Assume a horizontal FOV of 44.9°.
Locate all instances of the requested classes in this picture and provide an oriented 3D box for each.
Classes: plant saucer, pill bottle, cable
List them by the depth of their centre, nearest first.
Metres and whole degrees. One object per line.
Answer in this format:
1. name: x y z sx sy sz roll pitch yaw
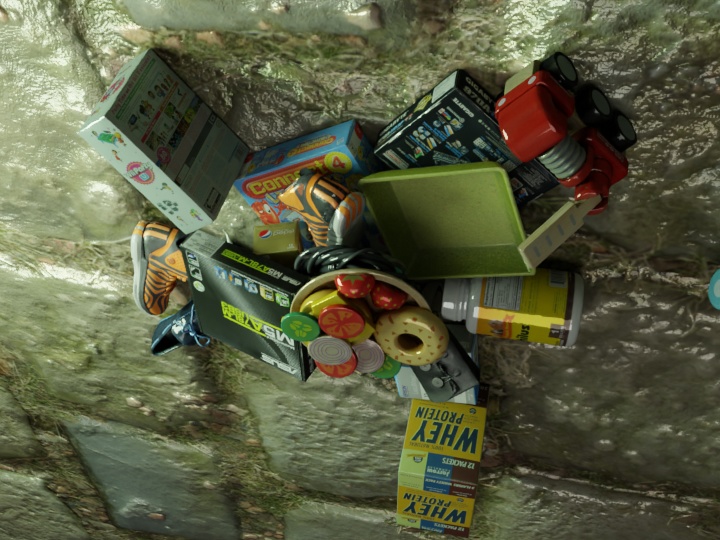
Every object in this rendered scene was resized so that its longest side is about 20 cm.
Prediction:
1. plant saucer: 0.121 -0.072 1.159 0.198 0.048 0.200 -3 138 24
2. cable: -0.019 0.023 1.194 0.162 0.051 0.201 26 144 7
3. pill bottle: 0.223 0.046 1.288 0.198 0.110 0.110 8 138 10

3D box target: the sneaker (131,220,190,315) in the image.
1. sneaker: -0.309 0.010 1.429 0.111 0.078 0.201 13 139 5

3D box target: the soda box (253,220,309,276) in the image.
1. soda box: -0.109 0.024 1.301 0.067 0.064 0.201 -7 134 2

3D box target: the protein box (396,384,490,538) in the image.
1. protein box: 0.147 0.331 1.555 0.134 0.201 0.199 8 138 8

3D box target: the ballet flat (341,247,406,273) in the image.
1. ballet flat: 0.000 0.000 1.249 0.067 0.064 0.200 22 151 -23

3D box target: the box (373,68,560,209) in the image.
1. box: 0.142 -0.149 1.148 0.200 0.046 0.159 36 135 -22

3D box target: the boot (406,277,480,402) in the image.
1. boot: 0.068 0.119 1.324 0.164 0.066 0.200 -21 120 35

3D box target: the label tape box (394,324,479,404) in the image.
1. label tape box: 0.099 0.155 1.481 0.198 0.066 0.144 2 137 13

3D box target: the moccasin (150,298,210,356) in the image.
1. moccasin: -0.301 0.107 1.550 0.080 0.069 0.200 37 134 -22

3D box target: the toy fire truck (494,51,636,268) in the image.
1. toy fire truck: 0.228 -0.123 1.031 0.176 0.201 0.128 37 134 -23

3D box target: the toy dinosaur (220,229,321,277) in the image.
1. toy dinosaur: -0.140 0.010 1.372 0.199 0.077 0.102 15 162 21

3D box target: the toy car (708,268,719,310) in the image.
1. toy car: 0.591 -0.005 1.116 0.183 0.177 0.201 11 111 -14

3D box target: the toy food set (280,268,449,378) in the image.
1. toy food set: 0.001 0.076 1.149 0.197 0.049 0.200 -27 127 30

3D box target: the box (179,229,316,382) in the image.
1. box: -0.158 0.052 1.259 0.199 0.048 0.194 23 139 21

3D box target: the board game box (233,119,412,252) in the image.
1. board game box: -0.049 -0.100 1.253 0.199 0.056 0.196 -14 131 30

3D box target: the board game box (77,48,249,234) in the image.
1. board game box: -0.258 -0.172 1.172 0.064 0.148 0.200 -19 128 36

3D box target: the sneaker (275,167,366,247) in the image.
1. sneaker: -0.055 -0.077 1.192 0.112 0.078 0.200 34 155 11

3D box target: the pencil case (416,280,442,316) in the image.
1. pencil case: 0.036 0.053 1.380 0.198 0.089 0.078 1 109 15
